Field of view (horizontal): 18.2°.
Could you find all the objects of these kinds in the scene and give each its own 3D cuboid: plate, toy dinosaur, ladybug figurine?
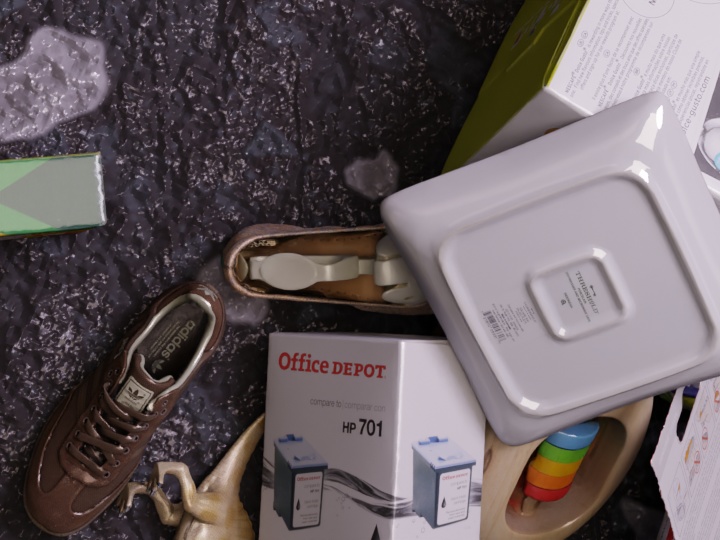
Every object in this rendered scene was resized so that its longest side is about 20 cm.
[{"bbox_3d":[0.137,0.010,1.411,0.200,0.032,0.200,-21,113,19],"label":"plate"},{"bbox_3d":[-0.111,0.167,1.551,0.101,0.058,0.201,24,74,-28],"label":"toy dinosaur"},{"bbox_3d":[0.127,0.114,1.553,0.135,0.072,0.200,0,131,-32],"label":"ladybug figurine"}]

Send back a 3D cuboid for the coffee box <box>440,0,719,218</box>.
[{"bbox_3d":[0.198,-0.110,1.511,0.197,0.200,0.200,31,63,-8],"label":"coffee box"}]

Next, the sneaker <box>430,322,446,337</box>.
[{"bbox_3d":[0.115,0.047,1.586,0.112,0.071,0.200,31,81,-8],"label":"sneaker"}]

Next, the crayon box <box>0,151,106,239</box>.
[{"bbox_3d":[-0.272,-0.042,1.470,0.199,0.127,0.051,-5,90,-12],"label":"crayon box"}]

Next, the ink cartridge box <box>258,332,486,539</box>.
[{"bbox_3d":[0.007,0.143,1.513,0.086,0.146,0.201,2,89,-40],"label":"ink cartridge box"}]

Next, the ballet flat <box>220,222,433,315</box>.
[{"bbox_3d":[0.000,0.000,1.528,0.199,0.067,0.068,-3,94,10],"label":"ballet flat"}]

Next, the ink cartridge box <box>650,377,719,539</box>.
[{"bbox_3d":[0.222,0.149,1.536,0.200,0.050,0.161,66,34,-33],"label":"ink cartridge box"}]

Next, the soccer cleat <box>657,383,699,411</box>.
[{"bbox_3d":[0.286,0.091,1.618,0.200,0.084,0.065,22,84,-12],"label":"soccer cleat"}]

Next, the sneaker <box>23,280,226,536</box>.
[{"bbox_3d":[-0.162,0.087,1.515,0.070,0.076,0.200,33,80,0],"label":"sneaker"}]
